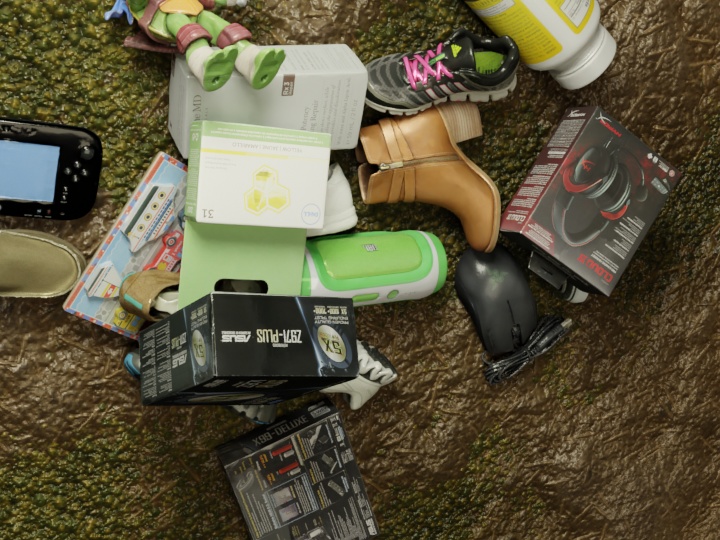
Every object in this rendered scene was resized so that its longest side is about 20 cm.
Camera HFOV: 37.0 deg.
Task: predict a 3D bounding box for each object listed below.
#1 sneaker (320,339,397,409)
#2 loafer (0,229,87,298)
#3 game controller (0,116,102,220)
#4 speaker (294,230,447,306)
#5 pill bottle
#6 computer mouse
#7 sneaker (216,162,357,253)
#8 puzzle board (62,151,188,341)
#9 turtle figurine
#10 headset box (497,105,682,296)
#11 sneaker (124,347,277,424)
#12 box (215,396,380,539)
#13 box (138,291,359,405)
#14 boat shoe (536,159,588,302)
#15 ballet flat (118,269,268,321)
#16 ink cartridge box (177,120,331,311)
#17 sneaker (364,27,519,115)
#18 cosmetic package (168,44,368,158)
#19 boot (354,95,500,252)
[{"bbox_3d":[-0.047,0.103,1.300,0.200,0.075,0.081,36,100,-29],"label":"sneaker"},{"bbox_3d":[-0.382,-0.008,1.114,0.200,0.067,0.076,10,104,-26],"label":"loafer"},{"bbox_3d":[-0.368,-0.106,1.101,0.200,0.042,0.105,4,106,-24],"label":"game controller"},{"bbox_3d":[0.000,0.000,1.264,0.200,0.088,0.089,-7,111,-28],"label":"speaker"},{"bbox_3d":[0.205,-0.302,1.240,0.200,0.111,0.111,39,90,-29],"label":"pill bottle"},{"bbox_3d":[0.193,0.050,1.392,0.138,0.053,0.200,-35,118,-8],"label":"computer mouse"},{"bbox_3d":[-0.096,-0.072,1.211,0.200,0.075,0.089,-18,104,-37],"label":"sneaker"},{"bbox_3d":[-0.216,-0.014,1.190,0.151,0.017,0.200,30,94,-45],"label":"puzzle board"},{"bbox_3d":[-0.153,-0.276,1.042,0.200,0.194,0.144,-42,159,3],"label":"turtle figurine"},{"bbox_3d":[0.271,-0.075,1.305,0.149,0.075,0.200,34,85,-18],"label":"headset box"},{"bbox_3d":[-0.180,0.116,1.254,0.200,0.073,0.082,22,82,-34],"label":"sneaker"},{"bbox_3d":[-0.076,0.281,1.358,0.157,0.050,0.200,-24,116,-14],"label":"box"},{"bbox_3d":[-0.122,0.088,1.133,0.163,0.200,0.086,4,74,-32],"label":"box"},{"bbox_3d":[0.252,-0.055,1.380,0.071,0.072,0.200,-8,100,-12],"label":"boat shoe"},{"bbox_3d":[-0.167,0.030,1.193,0.200,0.072,0.068,1,114,-39],"label":"ballet flat"},{"bbox_3d":[-0.111,-0.050,1.125,0.145,0.048,0.200,3,95,-27],"label":"ink cartridge box"},{"bbox_3d":[0.093,-0.230,1.213,0.199,0.087,0.074,-7,69,-14],"label":"sneaker"},{"bbox_3d":[-0.100,-0.183,1.158,0.200,0.074,0.102,-8,129,-22],"label":"cosmetic package"},{"bbox_3d":[0.079,-0.098,1.276,0.155,0.077,0.200,-19,113,-17],"label":"boot"}]
